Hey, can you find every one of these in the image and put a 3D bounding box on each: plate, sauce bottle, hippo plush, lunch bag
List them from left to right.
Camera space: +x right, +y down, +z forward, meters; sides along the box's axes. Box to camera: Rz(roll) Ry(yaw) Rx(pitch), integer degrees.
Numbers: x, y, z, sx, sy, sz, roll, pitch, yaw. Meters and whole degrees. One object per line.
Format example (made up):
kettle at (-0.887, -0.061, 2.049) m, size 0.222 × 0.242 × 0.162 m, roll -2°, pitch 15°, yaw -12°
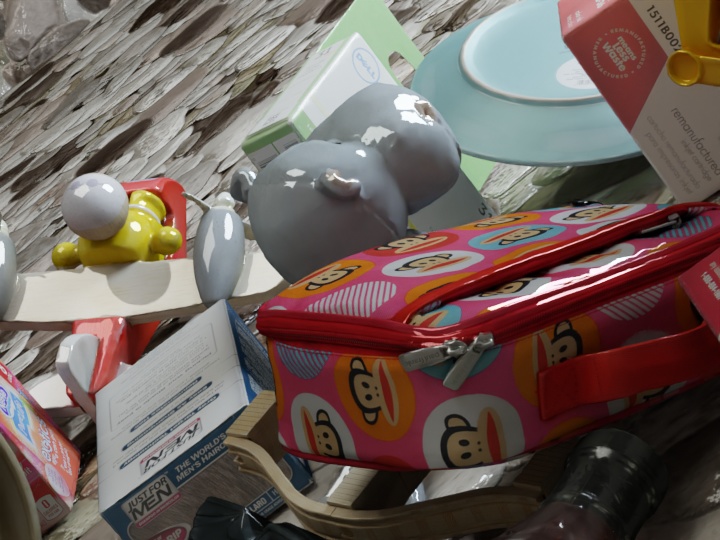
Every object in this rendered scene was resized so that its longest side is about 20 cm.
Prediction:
hippo plush at (0.000, 0.000, 1.188) m, size 0.200 × 0.161 × 0.159 m, roll -47°, pitch 19°, yaw -28°
sauce bottle at (0.058, 0.138, 0.873) m, size 0.066 × 0.066 × 0.200 m, roll -22°, pitch 21°, yaw 43°
lunch bag at (0.074, 0.027, 0.996) m, size 0.200 × 0.082 × 0.176 m, roll -19°, pitch 14°, yaw -36°
plate at (0.124, -0.120, 1.331) m, size 0.200 × 0.026 × 0.200 m, roll -8°, pitch 32°, yaw 5°

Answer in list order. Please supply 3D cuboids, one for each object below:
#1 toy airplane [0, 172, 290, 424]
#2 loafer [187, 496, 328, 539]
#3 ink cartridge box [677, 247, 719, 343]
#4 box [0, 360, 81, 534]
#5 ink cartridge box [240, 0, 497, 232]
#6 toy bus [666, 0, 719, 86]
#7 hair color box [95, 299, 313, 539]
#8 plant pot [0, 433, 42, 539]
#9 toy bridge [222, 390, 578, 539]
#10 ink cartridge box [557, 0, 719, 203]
toy airplane at (-0.168, 0.006, 1.561) m, size 0.200 × 0.141 × 0.199 m, roll -28°, pitch 33°, yaw -20°
loafer at (-0.031, 0.152, 1.037) m, size 0.072 × 0.073 × 0.200 m, roll -64°, pitch 18°, yaw -10°
ink cartridge box at (0.231, -0.006, 0.857) m, size 0.200 × 0.083 × 0.146 m, roll -37°, pitch 16°, yaw 6°
box at (-0.286, 0.153, 1.489) m, size 0.200 × 0.103 × 0.095 m, roll -36°, pitch 16°, yaw 9°
ink cartridge box at (0.024, -0.074, 1.367) m, size 0.048 × 0.146 × 0.200 m, roll -25°, pitch 21°, yaw 38°
toy bus at (0.235, -0.122, 1.056) m, size 0.200 × 0.192 × 0.136 m, roll 6°, pitch 15°, yaw 30°
hair color box at (-0.091, 0.092, 1.312) m, size 0.100 × 0.061 × 0.200 m, roll -37°, pitch 16°, yaw 4°
plant pot at (-0.310, 0.169, 1.342) m, size 0.173 × 0.200 × 0.200 m, roll -29°, pitch 18°, yaw 46°
toy bridge at (0.011, 0.094, 1.054) m, size 0.200 × 0.027 × 0.067 m, roll 6°, pitch 44°, yaw 43°
ink cartridge box at (0.213, -0.137, 1.188) m, size 0.200 × 0.117 × 0.068 m, roll -34°, pitch 17°, yaw 15°
